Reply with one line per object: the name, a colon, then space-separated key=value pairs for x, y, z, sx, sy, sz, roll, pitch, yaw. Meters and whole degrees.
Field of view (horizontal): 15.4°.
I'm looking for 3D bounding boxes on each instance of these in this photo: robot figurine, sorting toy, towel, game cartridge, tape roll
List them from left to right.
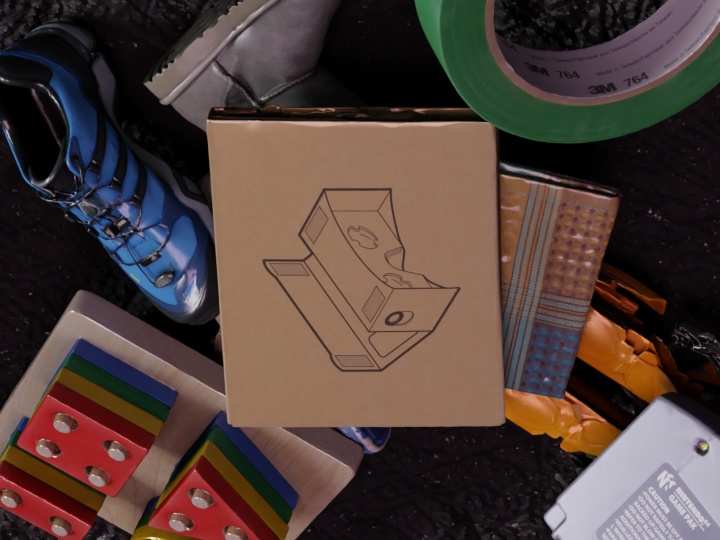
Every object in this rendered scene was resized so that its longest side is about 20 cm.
sorting toy: x=-0.129 y=0.130 z=1.647 sx=0.198 sy=0.070 sz=0.200 roll=30 pitch=143 yaw=-7
towel: x=0.036 y=-0.008 z=1.528 sx=0.199 sy=0.022 sz=0.147 roll=12 pitch=122 yaw=-1
tape roll: x=0.128 y=-0.161 z=1.416 sx=0.199 sy=0.048 sz=0.201 roll=-11 pitch=132 yaw=-13
robot figurine: x=0.152 y=0.065 z=1.597 sx=0.199 sy=0.058 sz=0.145 roll=34 pitch=122 yaw=-9
game cartridge: x=0.207 y=0.176 z=1.534 sx=0.133 sy=0.041 sz=0.200 roll=-49 pitch=66 yaw=28

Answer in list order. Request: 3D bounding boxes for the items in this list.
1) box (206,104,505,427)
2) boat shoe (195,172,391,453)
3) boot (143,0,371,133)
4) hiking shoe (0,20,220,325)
box: x=0.000 y=0.000 z=1.511 sx=0.162 sy=0.021 sz=0.201 roll=0 pitch=119 yaw=5
boat shoe: x=-0.053 y=0.030 z=1.617 sx=0.072 sy=0.072 sz=0.201 roll=-24 pitch=104 yaw=29
boot: x=-0.002 y=-0.089 z=1.527 sx=0.200 sy=0.073 sz=0.182 roll=44 pitch=123 yaw=-12
hiking shoe: x=-0.154 y=-0.046 z=1.542 sx=0.074 sy=0.087 sz=0.200 roll=-38 pitch=86 yaw=35
